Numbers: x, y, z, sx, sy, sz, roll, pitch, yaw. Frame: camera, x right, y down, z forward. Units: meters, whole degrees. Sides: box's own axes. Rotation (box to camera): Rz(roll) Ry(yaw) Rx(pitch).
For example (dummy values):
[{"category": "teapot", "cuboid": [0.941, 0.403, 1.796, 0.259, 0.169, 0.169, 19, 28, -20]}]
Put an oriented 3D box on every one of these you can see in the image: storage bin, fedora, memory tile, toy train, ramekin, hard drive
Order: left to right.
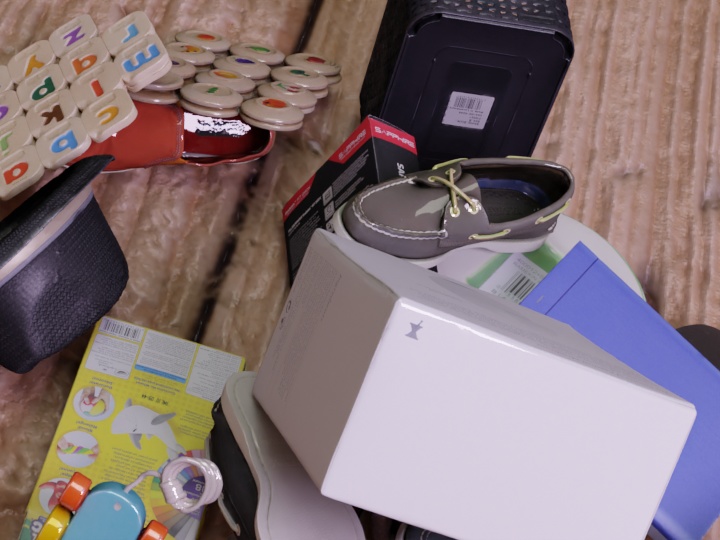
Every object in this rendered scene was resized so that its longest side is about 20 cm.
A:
[{"category": "fedora", "cuboid": [-0.226, 0.007, 1.166, 0.092, 0.200, 0.201, 50, 49, -12]}, {"category": "toy train", "cuboid": [-0.127, 0.212, 1.034, 0.148, 0.203, 0.056, -8, 9, 2]}, {"category": "memory tile", "cuboid": [-0.103, -0.159, 1.345, 0.151, 0.017, 0.200, 13, 23, 7]}, {"category": "storage bin", "cuboid": [0.082, -0.158, 1.340, 0.133, 0.201, 0.095, 7, 50, -11]}, {"category": "ramekin", "cuboid": [0.123, 0.045, 1.254, 0.197, 0.098, 0.202, 8, 50, -10]}, {"category": "hard drive", "cuboid": [0.188, 0.089, 1.162, 0.200, 0.025, 0.132, 44, 59, 7]}]

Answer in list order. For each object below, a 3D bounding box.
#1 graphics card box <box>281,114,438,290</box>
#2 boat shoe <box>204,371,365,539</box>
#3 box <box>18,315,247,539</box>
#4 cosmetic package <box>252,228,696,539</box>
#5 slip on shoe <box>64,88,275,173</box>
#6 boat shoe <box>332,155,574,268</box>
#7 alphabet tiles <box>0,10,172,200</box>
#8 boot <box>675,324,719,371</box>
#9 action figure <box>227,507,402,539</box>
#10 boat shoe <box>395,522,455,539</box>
[{"category": "graphics card box", "cuboid": [0.000, 0.000, 1.234, 0.050, 0.125, 0.202, 21, 43, -31]}, {"category": "boat shoe", "cuboid": [-0.053, 0.153, 1.040, 0.073, 0.061, 0.201, 4, 40, -32]}, {"category": "box", "cuboid": [-0.156, 0.133, 1.135, 0.116, 0.049, 0.201, 17, 46, -3]}, {"category": "cosmetic package", "cuboid": [0.060, 0.080, 1.001, 0.197, 0.124, 0.200, 21, 5, -18]}, {"category": "slip on shoe", "cuboid": [-0.159, -0.113, 1.312, 0.198, 0.075, 0.061, 0, 7, -20]}, {"category": "boat shoe", "cuboid": [0.070, -0.048, 1.183, 0.200, 0.060, 0.073, -6, 58, -37]}, {"category": "alphabet tiles", "cuboid": [-0.239, -0.128, 1.267, 0.199, 0.015, 0.196, -32, 36, -2]}, {"category": "boot", "cuboid": [0.232, 0.111, 1.253, 0.073, 0.076, 0.200, 31, 43, 16]}, {"category": "action figure", "cuboid": [0.002, 0.163, 1.123, 0.198, 0.105, 0.195, 22, 58, 3]}, {"category": "boat shoe", "cuboid": [0.106, 0.175, 1.127, 0.199, 0.062, 0.074, -3, 73, -43]}]
